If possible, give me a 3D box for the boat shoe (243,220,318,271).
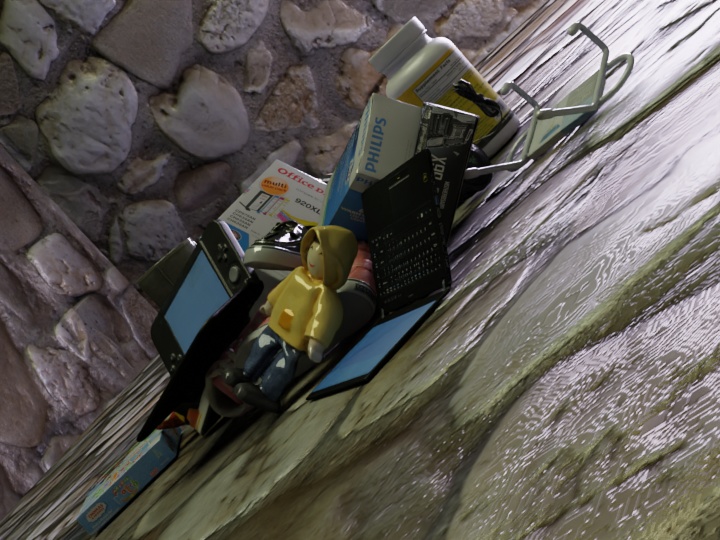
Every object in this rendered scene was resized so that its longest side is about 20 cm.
[{"bbox_3d":[-0.084,-0.028,1.571,0.068,0.057,0.200,3,0,14],"label":"boat shoe"}]

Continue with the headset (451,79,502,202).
[{"bbox_3d":[0.100,-0.123,1.618,0.201,0.094,0.123,-56,9,-12],"label":"headset"}]

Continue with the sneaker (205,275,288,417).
[{"bbox_3d":[-0.113,0.096,1.576,0.201,0.075,0.105,-53,-3,36],"label":"sneaker"}]

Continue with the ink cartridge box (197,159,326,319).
[{"bbox_3d":[-0.107,-0.014,1.770,0.200,0.146,0.145,-51,-16,-45],"label":"ink cartridge box"}]

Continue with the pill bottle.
[{"bbox_3d":[0.106,-0.230,1.804,0.112,0.200,0.112,-42,5,5],"label":"pill bottle"}]

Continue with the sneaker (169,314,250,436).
[{"bbox_3d":[-0.200,0.112,1.696,0.070,0.089,0.201,-44,-21,-51],"label":"sneaker"}]

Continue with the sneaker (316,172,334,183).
[{"bbox_3d":[0.013,-0.117,1.911,0.198,0.075,0.080,-4,18,11],"label":"sneaker"}]

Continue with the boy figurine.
[{"bbox_3d":[-0.063,0.048,1.403,0.201,0.064,0.124,-59,37,13],"label":"boy figurine"}]

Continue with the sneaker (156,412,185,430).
[{"bbox_3d":[-0.203,0.142,1.817,0.199,0.077,0.073,-38,-21,12],"label":"sneaker"}]

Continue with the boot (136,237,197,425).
[{"bbox_3d":[-0.235,0.084,1.888,0.182,0.200,0.072,-45,9,-17],"label":"boot"}]

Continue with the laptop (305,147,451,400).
[{"bbox_3d":[0.006,0.008,1.288,0.102,0.202,0.177,-6,-8,-22],"label":"laptop"}]

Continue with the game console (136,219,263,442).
[{"bbox_3d":[-0.207,0.066,1.578,0.116,0.177,0.201,1,-46,-42],"label":"game console"}]

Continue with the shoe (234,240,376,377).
[{"bbox_3d":[-0.055,0.045,1.509,0.199,0.071,0.091,-34,28,32],"label":"shoe"}]

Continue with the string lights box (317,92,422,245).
[{"bbox_3d":[0.003,-0.091,1.486,0.200,0.058,0.104,123,161,-61],"label":"string lights box"}]

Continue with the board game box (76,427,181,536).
[{"bbox_3d":[-0.311,0.275,1.869,0.151,0.037,0.200,-43,7,-2],"label":"board game box"}]

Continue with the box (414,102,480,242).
[{"bbox_3d":[0.074,-0.093,1.436,0.200,0.049,0.159,-94,17,-83],"label":"box"}]

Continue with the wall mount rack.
[{"bbox_3d":[0.187,-0.162,1.418,0.200,0.074,0.175,-39,21,44],"label":"wall mount rack"}]
